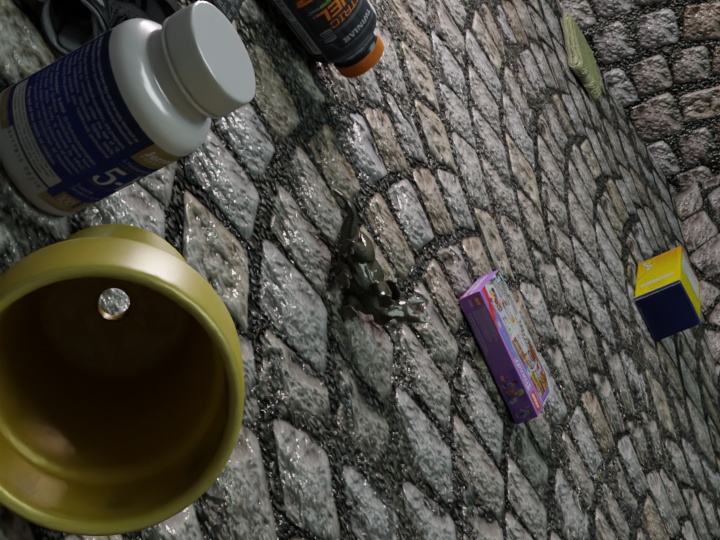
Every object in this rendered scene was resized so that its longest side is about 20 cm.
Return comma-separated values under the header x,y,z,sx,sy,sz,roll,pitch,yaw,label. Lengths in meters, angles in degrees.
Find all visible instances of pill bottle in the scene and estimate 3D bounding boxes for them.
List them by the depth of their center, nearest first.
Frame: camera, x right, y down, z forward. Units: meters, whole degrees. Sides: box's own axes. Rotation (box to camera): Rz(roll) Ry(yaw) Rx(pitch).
x,y,z,sx,sy,sz,roll,pitch,yaw,label
-0.192,-0.136,1.192,0.120,0.199,0.120,48,28,-36,pill bottle
-0.048,-0.342,1.873,0.200,0.106,0.107,49,27,-36,pill bottle

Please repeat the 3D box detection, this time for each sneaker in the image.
x,y,z,sx,sy,sz,roll,pitch,yaw,label
-0.241,-0.239,1.362,0.200,0.075,0.115,34,38,-44,sneaker

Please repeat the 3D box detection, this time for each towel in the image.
x,y,z,sx,sy,sz,roll,pitch,yaw,label
0.536,-0.520,3.529,0.148,0.036,0.201,47,28,-41,towel

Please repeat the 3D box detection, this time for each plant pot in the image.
x,y,z,sx,sy,sz,roll,pitch,yaw,label
-0.184,0.057,1.050,0.202,0.200,0.189,57,7,-21,plant pot

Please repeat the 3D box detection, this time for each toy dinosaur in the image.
x,y,z,sx,sy,sz,roll,pitch,yaw,label
0.000,0.000,1.708,0.201,0.077,0.102,57,11,-9,toy dinosaur

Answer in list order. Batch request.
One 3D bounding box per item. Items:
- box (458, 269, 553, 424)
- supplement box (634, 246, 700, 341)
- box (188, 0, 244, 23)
x,y,z,sx,sy,sz,roll,pitch,yaw,label
0.214,0.109,2.117,0.202,0.039,0.137,65,21,-4,box
0.671,0.049,3.160,0.109,0.109,0.200,60,23,-15,supplement box
-0.193,-0.312,1.391,0.157,0.050,0.200,30,0,4,box
